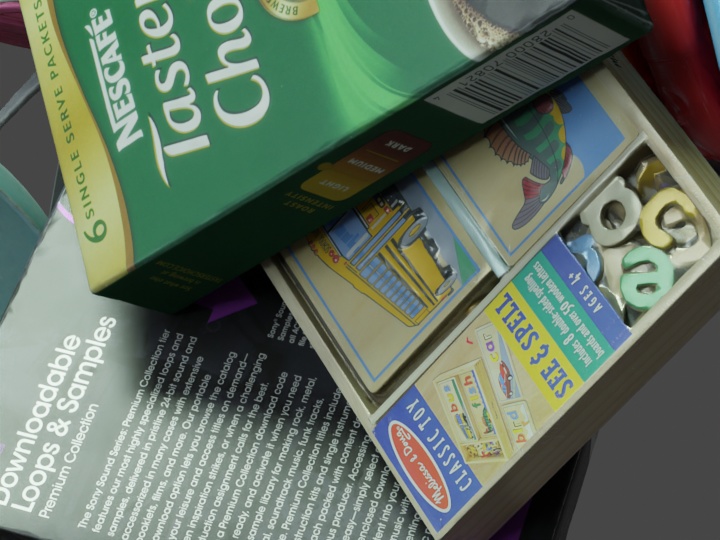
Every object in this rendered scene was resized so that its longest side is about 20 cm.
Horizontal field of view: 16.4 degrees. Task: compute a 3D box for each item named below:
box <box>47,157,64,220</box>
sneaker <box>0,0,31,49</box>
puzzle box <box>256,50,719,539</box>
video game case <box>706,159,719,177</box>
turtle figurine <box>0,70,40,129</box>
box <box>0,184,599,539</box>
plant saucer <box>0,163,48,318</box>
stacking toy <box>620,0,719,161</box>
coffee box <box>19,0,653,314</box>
[{"bbox_3d":[-0.072,-0.123,0.946,0.200,0.048,0.159,-88,9,-64],"label":"box"},{"bbox_3d":[-0.136,-0.140,1.054,0.200,0.073,0.088,-170,91,-82],"label":"sneaker"},{"bbox_3d":[0.023,-0.033,0.773,0.133,0.025,0.200,-48,57,21],"label":"puzzle box"},{"bbox_3d":[0.050,-0.086,0.893,0.180,0.023,0.201,-6,63,13],"label":"video game case"},{"bbox_3d":[-0.236,-0.029,1.076,0.192,0.144,0.202,5,115,12],"label":"turtle figurine"},{"bbox_3d":[-0.026,0.048,0.805,0.198,0.036,0.144,15,58,12],"label":"box"},{"bbox_3d":[-0.183,-0.002,0.953,0.199,0.200,0.036,-16,32,36],"label":"plant saucer"},{"bbox_3d":[0.050,-0.069,0.826,0.199,0.110,0.117,-18,75,20],"label":"stacking toy"},{"bbox_3d":[-0.015,-0.083,0.768,0.199,0.044,0.124,-28,66,30],"label":"coffee box"}]
